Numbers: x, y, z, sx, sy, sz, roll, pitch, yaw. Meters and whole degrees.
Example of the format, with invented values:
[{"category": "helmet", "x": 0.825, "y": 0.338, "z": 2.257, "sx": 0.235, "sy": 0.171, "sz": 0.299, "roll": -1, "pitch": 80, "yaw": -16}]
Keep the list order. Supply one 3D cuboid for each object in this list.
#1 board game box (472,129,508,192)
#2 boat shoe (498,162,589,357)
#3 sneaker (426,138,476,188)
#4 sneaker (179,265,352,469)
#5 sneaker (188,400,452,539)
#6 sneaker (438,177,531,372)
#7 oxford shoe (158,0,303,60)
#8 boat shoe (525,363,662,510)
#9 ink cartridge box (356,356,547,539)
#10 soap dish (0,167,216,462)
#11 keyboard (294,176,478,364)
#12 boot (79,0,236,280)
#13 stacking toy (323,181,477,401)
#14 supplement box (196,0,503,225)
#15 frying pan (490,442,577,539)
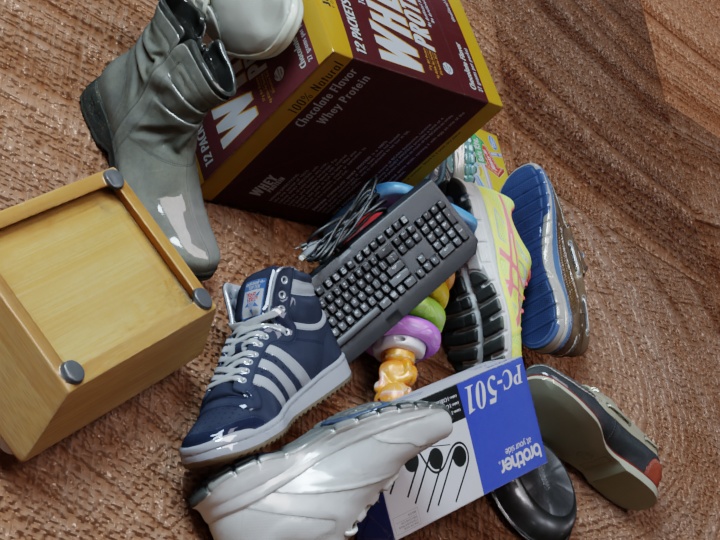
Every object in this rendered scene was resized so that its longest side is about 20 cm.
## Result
[{"category": "board game box", "x": 0.101, "y": -0.067, "z": 1.491, "sx": 0.134, "sy": 0.034, "sz": 0.202, "roll": 18, "pitch": 46, "yaw": -38}, {"category": "boat shoe", "x": 0.176, "y": -0.006, "z": 1.438, "sx": 0.072, "sy": 0.072, "sz": 0.202, "roll": 24, "pitch": 52, "yaw": -40}, {"category": "sneaker", "x": 0.045, "y": -0.160, "z": 1.405, "sx": 0.086, "sy": 0.077, "sz": 0.202, "roll": -8, "pitch": 75, "yaw": -36}, {"category": "sneaker", "x": -0.082, "y": 0.065, "z": 1.102, "sx": 0.200, "sy": 0.070, "sz": 0.110, "roll": -32, "pitch": 106, "yaw": -58}, {"category": "sneaker", "x": -0.020, "y": 0.152, "z": 1.075, "sx": 0.198, "sy": 0.074, "sz": 0.088, "roll": -24, "pitch": 90, "yaw": -13}, {"category": "sneaker", "x": 0.125, "y": 0.014, "z": 1.367, "sx": 0.090, "sy": 0.078, "sz": 0.202, "roll": 1, "pitch": 79, "yaw": -41}, {"category": "oxford shoe", "x": -0.116, "y": -0.221, "z": 1.196, "sx": 0.058, "sy": 0.076, "sz": 0.200, "roll": 24, "pitch": 9, "yaw": -45}, {"category": "boat shoe", "x": 0.212, "y": 0.143, "z": 1.384, "sx": 0.200, "sy": 0.071, "sz": 0.063, "roll": 42, "pitch": 47, "yaw": -28}, {"category": "ink cartridge box", "x": 0.067, "y": 0.139, "z": 1.206, "sx": 0.199, "sy": 0.044, "sz": 0.095, "roll": -18, "pitch": 94, "yaw": -46}, {"category": "soap dish", "x": -0.200, "y": 0.019, "z": 1.026, "sx": 0.158, "sy": 0.081, "sz": 0.200, "roll": 54, "pitch": 35, "yaw": 4}, {"category": "keyboard", "x": 0.000, "y": 0.000, "z": 1.213, "sx": 0.200, "sy": 0.040, "sz": 0.104, "roll": -41, "pitch": 89, "yaw": -18}, {"category": "boot", "x": -0.140, "y": -0.104, "z": 1.164, "sx": 0.067, "sy": 0.130, "sz": 0.201, "roll": -7, "pitch": 63, "yaw": -50}, {"category": "stacking toy", "x": 0.034, "y": 0.037, "z": 1.276, "sx": 0.109, "sy": 0.116, "sz": 0.202, "roll": 23, "pitch": 54, "yaw": -30}, {"category": "supplement box", "x": -0.028, "y": -0.153, "z": 1.280, "sx": 0.199, "sy": 0.197, "sz": 0.134, "roll": 10, "pitch": 50, "yaw": -42}, {"category": "frying pan", "x": 0.125, "y": 0.170, "z": 1.311, "sx": 0.189, "sy": 0.031, "sz": 0.116, "roll": 35, "pitch": 36, "yaw": -27}]
